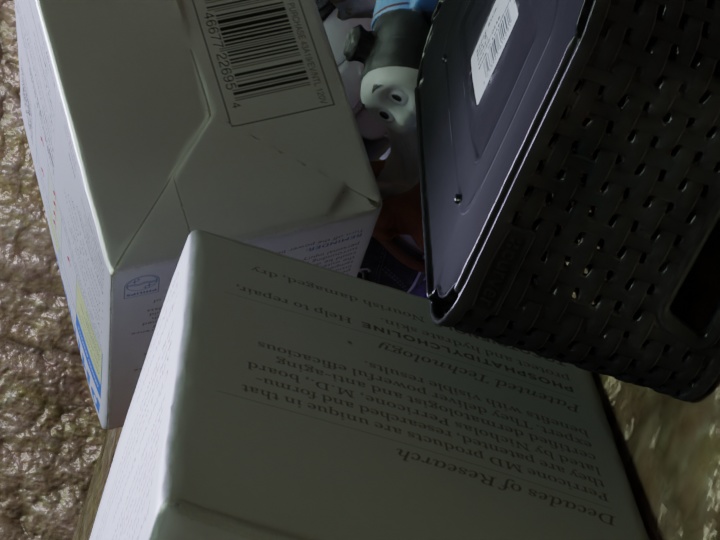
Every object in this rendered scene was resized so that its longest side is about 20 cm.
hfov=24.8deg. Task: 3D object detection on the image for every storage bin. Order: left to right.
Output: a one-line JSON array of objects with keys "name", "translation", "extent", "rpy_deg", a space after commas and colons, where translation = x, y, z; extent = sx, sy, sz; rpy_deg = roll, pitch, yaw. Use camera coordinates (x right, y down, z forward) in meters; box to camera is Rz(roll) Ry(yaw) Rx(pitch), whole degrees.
[{"name": "storage bin", "translation": [0.085, -0.070, 0.567], "extent": [0.201, 0.093, 0.136], "rpy_deg": [-89, 19, -57]}]

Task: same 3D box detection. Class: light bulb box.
[{"name": "light bulb box", "translation": [-0.088, -0.057, 0.788], "extent": [0.200, 0.123, 0.200], "rpy_deg": [111, 144, -65]}]

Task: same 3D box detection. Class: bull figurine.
[{"name": "bull figurine", "translation": [0.039, -0.102, 0.827], "extent": [0.065, 0.120, 0.203], "rpy_deg": [5, 84, 55]}]

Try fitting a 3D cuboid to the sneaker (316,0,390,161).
[{"name": "sneaker", "translation": [-0.043, -0.101, 0.981], "extent": [0.199, 0.075, 0.116], "rpy_deg": [-26, 86, 52]}]

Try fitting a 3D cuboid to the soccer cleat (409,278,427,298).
[{"name": "soccer cleat", "translation": [-0.017, 0.080, 0.827], "extent": [0.201, 0.076, 0.067], "rpy_deg": [-56, 14, 14]}]

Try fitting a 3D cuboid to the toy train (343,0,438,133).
[{"name": "toy train", "translation": [0.058, -0.133, 0.739], "extent": [0.087, 0.113, 0.202], "rpy_deg": [130, 155, -64]}]

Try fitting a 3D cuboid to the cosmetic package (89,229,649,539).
[{"name": "cosmetic package", "translation": [-0.010, 0.117, 0.570], "extent": [0.200, 0.165, 0.169], "rpy_deg": [-96, 25, -65]}]

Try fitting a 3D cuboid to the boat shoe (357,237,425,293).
[{"name": "boat shoe", "translation": [0.000, 0.000, 0.953], "extent": [0.200, 0.066, 0.071], "rpy_deg": [163, 123, -77]}]
